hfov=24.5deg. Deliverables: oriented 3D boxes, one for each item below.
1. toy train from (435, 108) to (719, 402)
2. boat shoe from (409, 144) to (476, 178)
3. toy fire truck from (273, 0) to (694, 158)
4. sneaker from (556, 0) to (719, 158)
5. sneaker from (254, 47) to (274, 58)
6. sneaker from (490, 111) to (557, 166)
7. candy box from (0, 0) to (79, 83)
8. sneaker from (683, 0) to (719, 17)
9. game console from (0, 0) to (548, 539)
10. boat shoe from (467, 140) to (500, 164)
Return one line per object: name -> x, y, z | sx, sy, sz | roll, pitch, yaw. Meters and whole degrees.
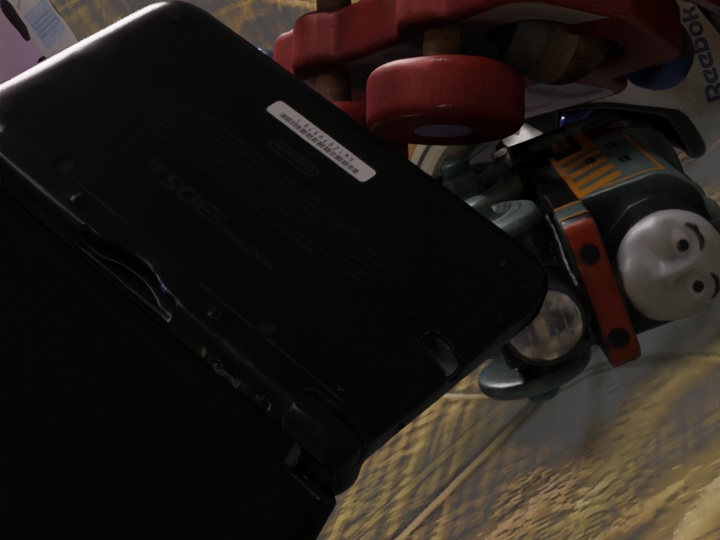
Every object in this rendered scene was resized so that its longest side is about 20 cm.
toy train -> 0.086, -0.013, 0.679 | 0.113, 0.086, 0.200 | -22, 12, 4
boat shoe -> 0.071, -0.126, 0.959 | 0.200, 0.062, 0.075 | -46, -17, -34
toy fire truck -> 0.055, -0.102, 0.735 | 0.167, 0.113, 0.200 | 4, -9, -34
sneaker -> 0.123, -0.127, 0.846 | 0.115, 0.199, 0.081 | -45, -21, -2
sneaker -> -0.014, -0.109, 0.989 | 0.085, 0.075, 0.200 | -65, -25, -4
sneaker -> 0.112, -0.093, 0.926 | 0.200, 0.089, 0.074 | -34, 12, 2
candy box -> -0.222, -0.055, 1.042 | 0.167, 0.200, 0.072 | -29, 17, 16
sneaker -> 0.124, -0.166, 0.729 | 0.200, 0.112, 0.071 | 30, 85, 48
game console -> -0.065, 0.023, 0.600 | 0.176, 0.200, 0.117 | -36, -27, -35
boat shoe -> 0.075, -0.071, 1.021 | 0.200, 0.072, 0.071 | -33, -10, -27
